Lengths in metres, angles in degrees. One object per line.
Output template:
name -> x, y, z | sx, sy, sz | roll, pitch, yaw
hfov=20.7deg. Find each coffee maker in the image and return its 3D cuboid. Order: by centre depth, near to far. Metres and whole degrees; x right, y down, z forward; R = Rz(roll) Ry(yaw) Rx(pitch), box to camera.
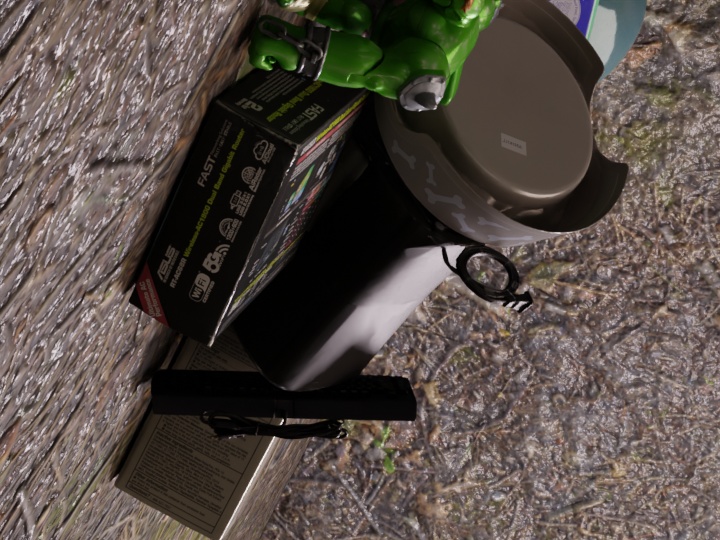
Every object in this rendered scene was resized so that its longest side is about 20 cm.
coffee maker -> 0.000, 0.000, 1.439 | 0.200, 0.135, 0.192 | -49, -139, 35

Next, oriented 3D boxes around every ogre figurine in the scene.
ogre figurine -> 0.019, -0.165, 1.238 | 0.098, 0.120, 0.200 | -63, 176, 22

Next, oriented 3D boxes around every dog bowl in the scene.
dog bowl -> 0.095, -0.107, 1.381 | 0.059, 0.200, 0.200 | -34, -163, 47

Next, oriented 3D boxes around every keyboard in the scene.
keyboard -> -0.057, 0.098, 1.481 | 0.127, 0.200, 0.021 | -105, -163, -69

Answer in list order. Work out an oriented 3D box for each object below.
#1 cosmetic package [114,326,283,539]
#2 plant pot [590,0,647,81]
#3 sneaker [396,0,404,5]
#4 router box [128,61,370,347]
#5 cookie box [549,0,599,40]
cosmetic package -> -0.106, 0.104, 1.602 | 0.200, 0.103, 0.087 | -61, 178, 14
plant pot -> 0.139, -0.261, 1.740 | 0.200, 0.200, 0.135 | -61, 150, -9
sneaker -> 0.046, -0.227, 1.470 | 0.200, 0.075, 0.105 | -52, 170, -41
router box -> -0.067, -0.056, 1.293 | 0.150, 0.062, 0.200 | -63, 175, 22
cookie box -> 0.162, -0.281, 1.517 | 0.171, 0.075, 0.200 | 97, 7, -49
